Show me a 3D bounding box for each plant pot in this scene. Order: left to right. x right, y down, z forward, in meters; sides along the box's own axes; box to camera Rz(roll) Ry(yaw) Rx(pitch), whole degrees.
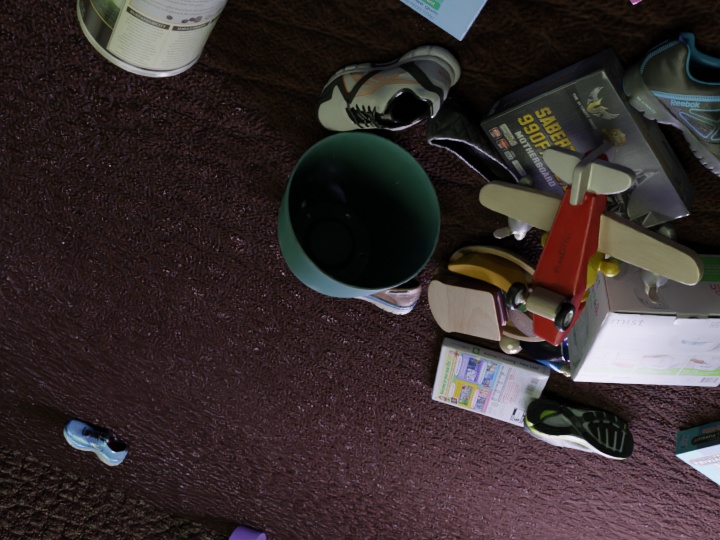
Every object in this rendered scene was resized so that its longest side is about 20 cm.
[{"bbox_3d":[-0.019,-0.056,1.056,0.199,0.202,0.161,29,159,-11],"label":"plant pot"}]

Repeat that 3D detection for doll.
[{"bbox_3d":[0.304,0.113,1.225,0.198,0.049,0.137,-1,139,30],"label":"doll"}]

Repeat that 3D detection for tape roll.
[{"bbox_3d":[-0.376,0.921,2.576,0.084,0.201,0.201,14,145,11],"label":"tape roll"}]

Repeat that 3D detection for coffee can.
[{"bbox_3d":[-0.198,-0.316,0.832,0.146,0.147,0.200,32,145,-14],"label":"coffee can"}]

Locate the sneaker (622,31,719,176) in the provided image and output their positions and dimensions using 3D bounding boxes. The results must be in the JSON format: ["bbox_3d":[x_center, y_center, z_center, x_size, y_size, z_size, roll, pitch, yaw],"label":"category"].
[{"bbox_3d":[0.359,-0.155,0.805,0.199,0.074,0.082,29,145,-11],"label":"sneaker"}]

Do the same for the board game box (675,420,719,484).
[{"bbox_3d":[0.638,0.311,1.309,0.199,0.047,0.151,33,144,-15],"label":"board game box"}]

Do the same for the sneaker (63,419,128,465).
[{"bbox_3d":[-0.745,0.472,2.304,0.199,0.079,0.090,35,125,-23],"label":"sneaker"}]

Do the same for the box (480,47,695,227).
[{"bbox_3d":[0.253,-0.126,0.903,0.158,0.049,0.200,-16,122,43],"label":"box"}]

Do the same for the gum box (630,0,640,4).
[{"bbox_3d":[0.217,-0.331,0.650,0.200,0.066,0.113,40,143,-24],"label":"gum box"}]

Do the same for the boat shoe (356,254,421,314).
[{"bbox_3d":[0.000,0.000,1.232,0.198,0.073,0.073,17,142,-10],"label":"boat shoe"}]

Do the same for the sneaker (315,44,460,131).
[{"bbox_3d":[0.018,-0.196,0.937,0.199,0.080,0.074,-11,136,41],"label":"sneaker"}]

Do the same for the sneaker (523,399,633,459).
[{"bbox_3d":[0.372,0.275,1.396,0.198,0.074,0.081,19,158,1],"label":"sneaker"}]

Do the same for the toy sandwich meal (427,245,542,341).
[{"bbox_3d":[0.187,0.045,1.146,0.204,0.070,0.206,29,149,19],"label":"toy sandwich meal"}]

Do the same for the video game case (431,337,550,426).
[{"bbox_3d":[0.220,0.197,1.411,0.180,0.022,0.201,16,146,9],"label":"video game case"}]

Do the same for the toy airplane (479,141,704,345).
[{"bbox_3d":[0.241,-0.042,0.878,0.198,0.141,0.202,-31,76,37],"label":"toy airplane"}]

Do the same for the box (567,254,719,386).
[{"bbox_3d":[0.381,0.066,1.030,0.198,0.097,0.177,2,144,0],"label":"box"}]

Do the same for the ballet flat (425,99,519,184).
[{"bbox_3d":[0.147,-0.126,0.967,0.199,0.057,0.066,34,158,-28],"label":"ballet flat"}]

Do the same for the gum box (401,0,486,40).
[{"bbox_3d":[0.061,-0.315,0.719,0.169,0.045,0.200,33,160,-3],"label":"gum box"}]
